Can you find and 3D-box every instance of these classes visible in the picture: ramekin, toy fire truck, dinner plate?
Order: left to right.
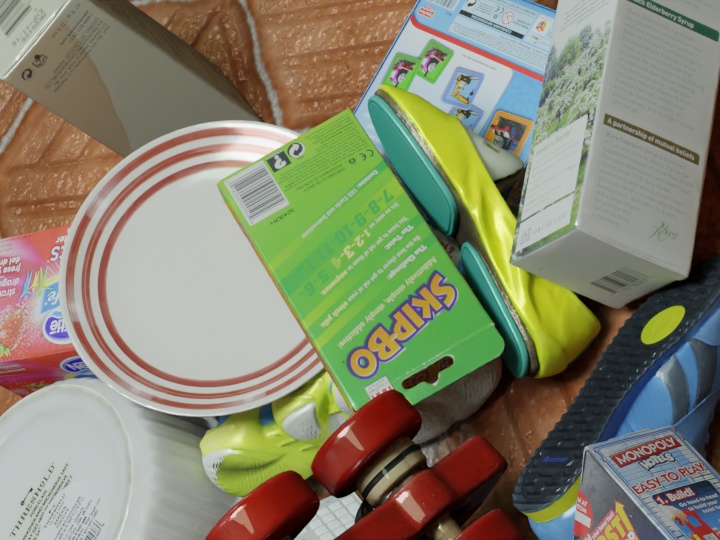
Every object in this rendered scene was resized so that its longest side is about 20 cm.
[{"bbox_3d":[-0.170,0.163,1.380,0.199,0.105,0.202,-18,58,30],"label":"ramekin"},{"bbox_3d":[-0.086,0.000,1.330,0.198,0.024,0.202,-3,63,6],"label":"dinner plate"},{"bbox_3d":[-0.010,0.171,1.193,0.112,0.199,0.168,47,145,12],"label":"toy fire truck"}]

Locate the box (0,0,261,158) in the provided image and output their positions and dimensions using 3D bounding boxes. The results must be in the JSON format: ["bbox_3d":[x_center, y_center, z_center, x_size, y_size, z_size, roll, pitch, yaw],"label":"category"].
[{"bbox_3d":[-0.167,-0.135,1.462,0.078,0.200,0.095,-48,47,7],"label":"box"}]

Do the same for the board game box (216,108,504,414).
[{"bbox_3d":[0.000,0.000,1.282,0.095,0.030,0.201,-29,56,-6],"label":"board game box"}]

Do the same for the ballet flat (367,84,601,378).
[{"bbox_3d":[0.077,-0.031,1.281,0.067,0.067,0.201,-26,76,-14],"label":"ballet flat"}]

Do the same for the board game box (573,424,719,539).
[{"bbox_3d":[0.155,0.188,1.039,0.201,0.061,0.200,61,140,27],"label":"board game box"}]

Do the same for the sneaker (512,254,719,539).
[{"bbox_3d":[0.165,0.081,1.197,0.201,0.078,0.066,-52,19,-19],"label":"sneaker"}]

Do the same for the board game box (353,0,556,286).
[{"bbox_3d":[0.057,-0.080,1.368,0.151,0.037,0.201,28,86,42],"label":"board game box"}]

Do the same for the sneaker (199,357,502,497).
[{"bbox_3d":[-0.011,0.060,1.328,0.199,0.076,0.106,-21,43,15],"label":"sneaker"}]

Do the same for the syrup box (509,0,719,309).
[{"bbox_3d":[0.152,-0.091,1.249,0.079,0.081,0.202,-31,42,60],"label":"syrup box"}]

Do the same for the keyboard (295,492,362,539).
[{"bbox_3d":[-0.083,0.182,1.284,0.199,0.011,0.056,-23,24,-16],"label":"keyboard"}]

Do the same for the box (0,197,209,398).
[{"bbox_3d":[-0.156,0.027,1.441,0.199,0.100,0.096,-10,62,34],"label":"box"}]
